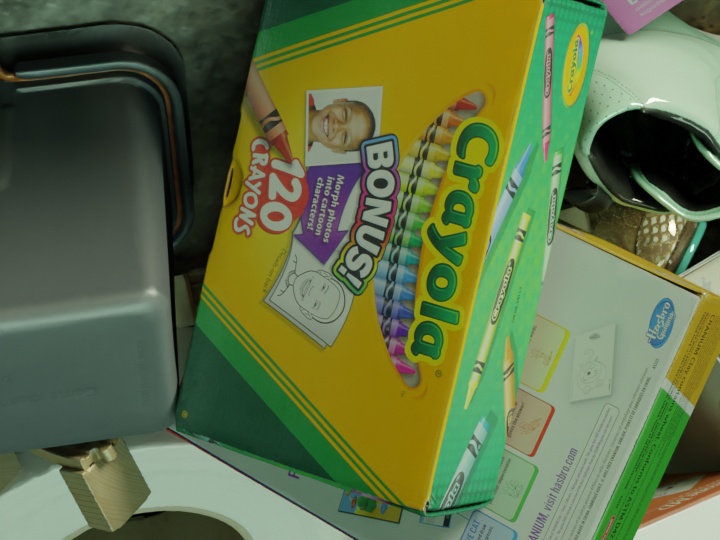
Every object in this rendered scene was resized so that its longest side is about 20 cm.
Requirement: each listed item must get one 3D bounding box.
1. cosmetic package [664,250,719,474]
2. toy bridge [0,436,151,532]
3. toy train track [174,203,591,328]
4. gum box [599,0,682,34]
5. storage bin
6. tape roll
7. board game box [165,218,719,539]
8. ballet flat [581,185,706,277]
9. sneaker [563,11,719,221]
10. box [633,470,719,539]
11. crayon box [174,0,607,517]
[{"bbox_3d":[0.190,0.053,1.091,0.105,0.071,0.200,-30,155,-11],"label":"cosmetic package"},{"bbox_3d":[-0.170,0.067,1.014,0.200,0.027,0.067,3,128,44],"label":"toy bridge"},{"bbox_3d":[0.000,0.000,1.032,0.199,0.033,0.115,-10,99,15],"label":"toy train track"},{"bbox_3d":[0.145,-0.190,0.880,0.200,0.066,0.113,-33,136,19],"label":"gum box"},{"bbox_3d":[-0.157,-0.006,0.946,0.199,0.135,0.146,-8,137,-7],"label":"storage bin"},{"bbox_3d":[-0.105,0.115,1.125,0.202,0.071,0.203,-9,140,-8],"label":"tape roll"},{"bbox_3d":[0.032,0.039,0.964,0.040,0.200,0.153,14,103,-60],"label":"board game box"},{"bbox_3d":[0.102,0.024,1.102,0.065,0.071,0.200,27,140,8],"label":"ballet flat"},{"bbox_3d":[0.145,-0.047,0.994,0.200,0.118,0.074,24,124,-35],"label":"sneaker"},{"bbox_3d":[0.097,0.156,1.067,0.124,0.098,0.200,-19,-177,-30],"label":"box"},{"bbox_3d":[0.010,-0.019,0.916,0.058,0.118,0.201,2,103,-60],"label":"crayon box"}]
